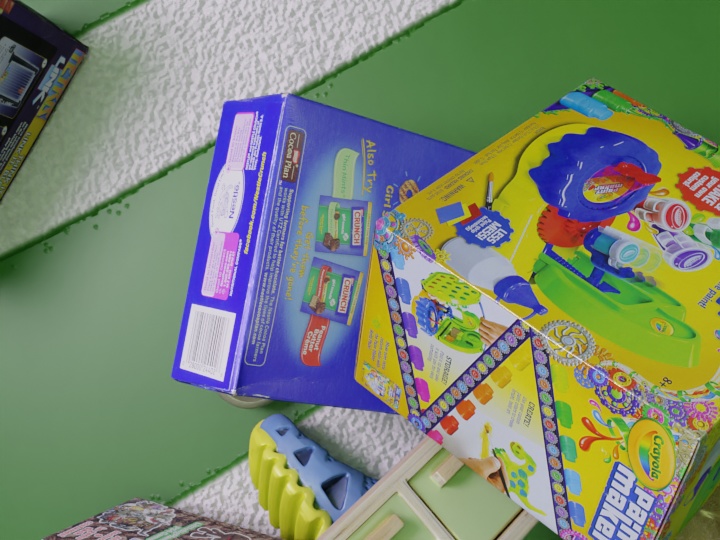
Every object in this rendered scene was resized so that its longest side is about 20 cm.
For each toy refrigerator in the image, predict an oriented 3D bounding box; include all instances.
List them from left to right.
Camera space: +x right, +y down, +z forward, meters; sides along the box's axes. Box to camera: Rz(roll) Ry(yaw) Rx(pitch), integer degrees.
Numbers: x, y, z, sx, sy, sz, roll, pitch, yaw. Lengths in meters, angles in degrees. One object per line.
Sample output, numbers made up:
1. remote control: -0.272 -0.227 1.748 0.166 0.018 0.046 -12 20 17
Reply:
1. toy refrigerator: 0.045 0.137 0.651 0.076 0.070 0.200 49 54 6

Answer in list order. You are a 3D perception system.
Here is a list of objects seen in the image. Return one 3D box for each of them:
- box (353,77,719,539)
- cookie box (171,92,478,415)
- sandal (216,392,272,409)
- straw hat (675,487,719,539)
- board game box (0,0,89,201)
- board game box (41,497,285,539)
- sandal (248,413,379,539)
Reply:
1. box: 0.135 0.022 0.636 0.192 0.123 0.199 34 49 26
2. cookie box: 0.000 0.000 0.721 0.075 0.199 0.173 8 86 52
3. sandal: -0.029 0.009 0.788 0.079 0.057 0.202 35 87 7
4. straw hat: 0.214 0.168 0.735 0.199 0.085 0.203 0 97 0
5. board game box: -0.278 -0.093 0.774 0.056 0.165 0.201 31 91 6
6. board game box: -0.095 0.251 0.725 0.198 0.097 0.161 8 100 26
7. sandal: 0.004 0.170 0.778 0.087 0.080 0.200 -37 76 -27
